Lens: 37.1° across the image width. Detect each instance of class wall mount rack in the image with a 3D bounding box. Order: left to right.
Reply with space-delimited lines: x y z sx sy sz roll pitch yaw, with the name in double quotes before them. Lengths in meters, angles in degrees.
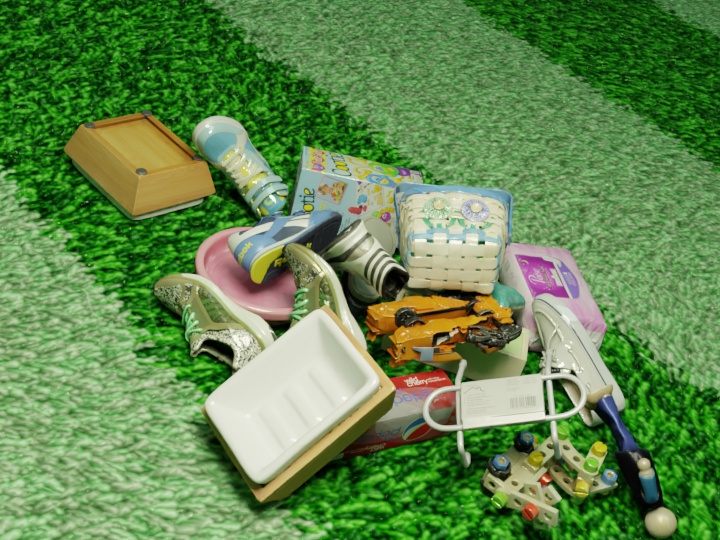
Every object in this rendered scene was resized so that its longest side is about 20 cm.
"wall mount rack" 0.181 0.157 1.338 0.200 0.075 0.174 -7 48 12

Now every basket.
"basket" 0.135 -0.062 1.526 0.176 0.139 0.200 2 33 0

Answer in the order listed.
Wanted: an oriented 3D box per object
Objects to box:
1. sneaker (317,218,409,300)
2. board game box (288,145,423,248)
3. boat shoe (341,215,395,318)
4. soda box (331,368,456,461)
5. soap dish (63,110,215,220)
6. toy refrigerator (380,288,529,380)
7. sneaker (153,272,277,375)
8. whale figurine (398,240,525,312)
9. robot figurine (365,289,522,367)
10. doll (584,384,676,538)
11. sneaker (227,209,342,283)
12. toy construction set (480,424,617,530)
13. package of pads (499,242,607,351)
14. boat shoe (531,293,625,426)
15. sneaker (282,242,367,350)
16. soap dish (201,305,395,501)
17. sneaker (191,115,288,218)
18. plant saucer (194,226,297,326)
"sneaker" 0.000 0.000 1.488 0.076 0.200 0.115 -43 94 -11
"board game box" -0.008 -0.117 1.730 0.200 0.105 0.103 12 26 -8
"boat shoe" 0.008 -0.006 1.625 0.075 0.062 0.200 24 39 -15
"soda box" 0.032 0.184 1.378 0.200 0.063 0.070 -6 43 -31
"soap dish" -0.346 -0.171 1.689 0.157 0.081 0.200 -20 48 -41
"toy refrigerator" 0.137 0.097 1.539 0.200 0.070 0.076 18 35 2
"sneaker" -0.208 0.073 1.428 0.200 0.077 0.089 29 45 20
"whale figurine" 0.152 0.005 1.610 0.200 0.104 0.159 23 20 33
"robot figurine" 0.116 0.076 1.448 0.200 0.058 0.145 -5 30 -24
"doll" 0.355 0.250 1.391 0.048 0.136 0.200 -25 69 3
"sneaker" -0.106 -0.052 1.550 0.082 0.074 0.200 35 37 27
"toy construction set" 0.231 0.263 1.342 0.131 0.092 0.200 35 28 24
"package of pads" 0.293 0.044 1.672 0.120 0.076 0.200 6 36 -15
"boat shoe" 0.285 0.133 1.521 0.086 0.075 0.202 -27 81 -20
"sneaker" -0.065 0.057 1.441 0.089 0.077 0.200 -25 83 -25
"soap dish" -0.071 0.159 1.269 0.200 0.081 0.157 -40 52 -3
"sneaker" -0.176 -0.154 1.674 0.131 0.080 0.200 54 8 33
"plant saucer" -0.142 0.014 1.550 0.200 0.051 0.201 11 36 -8
